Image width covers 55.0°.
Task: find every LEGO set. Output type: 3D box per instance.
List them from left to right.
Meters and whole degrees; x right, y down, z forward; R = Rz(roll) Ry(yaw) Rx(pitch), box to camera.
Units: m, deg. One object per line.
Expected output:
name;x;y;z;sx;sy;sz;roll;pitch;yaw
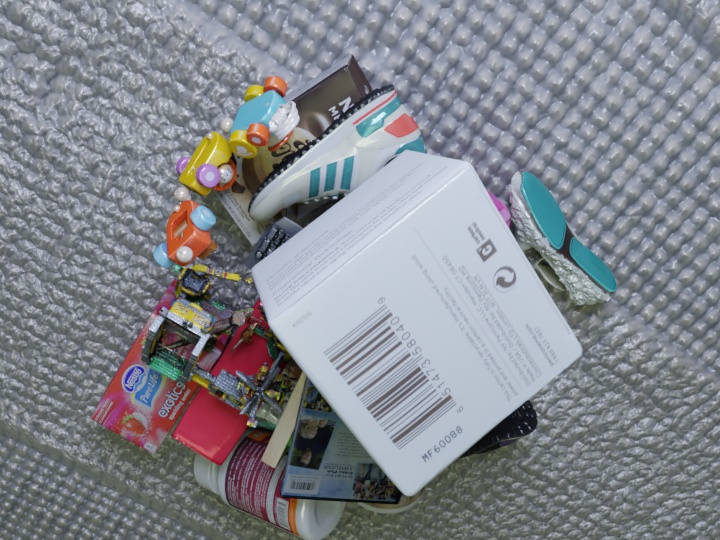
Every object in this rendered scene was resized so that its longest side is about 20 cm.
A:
LEGO set;-0.148;0.069;0.776;0.199;0.154;0.116;37;145;-2

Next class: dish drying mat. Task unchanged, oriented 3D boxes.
dish drying mat;-0.149;0.138;0.862;0.076;0.018;0.201;33;83;-6

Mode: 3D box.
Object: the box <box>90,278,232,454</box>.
box;-0.256;0.126;0.901;0.099;0.096;0.201;32;115;-11

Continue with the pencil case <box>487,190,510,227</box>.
pencil case;0.101;-0.006;0.818;0.093;0.090;0.201;39;121;23

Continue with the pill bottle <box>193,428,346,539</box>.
pill bottle;-0.122;0.278;0.929;0.198;0.109;0.111;11;123;31

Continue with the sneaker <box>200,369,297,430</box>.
sneaker;-0.130;0.182;0.944;0.198;0.078;0.091;26;156;-22

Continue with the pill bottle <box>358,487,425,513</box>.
pill bottle;0.037;0.210;0.917;0.114;0.116;0.202;3;118;2

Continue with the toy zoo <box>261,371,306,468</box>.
toy zoo;-0.053;0.138;0.841;0.020;0.200;0.132;28;108;6

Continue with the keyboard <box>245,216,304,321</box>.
keyboard;-0.034;0.040;0.734;0.199;0.021;0.128;33;121;-6

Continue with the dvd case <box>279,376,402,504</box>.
dvd case;-0.001;0.169;0.752;0.141;0.018;0.202;8;112;-15

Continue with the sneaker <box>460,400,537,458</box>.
sneaker;0.122;0.207;0.859;0.198;0.076;0.088;2;145;-28

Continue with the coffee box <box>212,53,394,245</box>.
coffee box;-0.065;-0.132;0.763;0.199;0.080;0.114;-28;111;17

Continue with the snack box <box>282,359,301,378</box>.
snack box;-0.091;0.051;0.893;0.071;0.024;0.202;5;118;2

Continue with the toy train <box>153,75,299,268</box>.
toy train;-0.121;-0.090;0.674;0.200;0.151;0.055;-43;130;15

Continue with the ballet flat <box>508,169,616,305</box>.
ballet flat;0.223;-0.026;0.813;0.072;0.072;0.200;-37;110;20

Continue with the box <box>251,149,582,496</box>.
box;0.041;0.034;0.611;0.199;0.171;0.200;-38;109;-4

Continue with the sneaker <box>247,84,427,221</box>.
sneaker;-0.022;-0.092;0.695;0.199;0.070;0.094;-36;105;16
